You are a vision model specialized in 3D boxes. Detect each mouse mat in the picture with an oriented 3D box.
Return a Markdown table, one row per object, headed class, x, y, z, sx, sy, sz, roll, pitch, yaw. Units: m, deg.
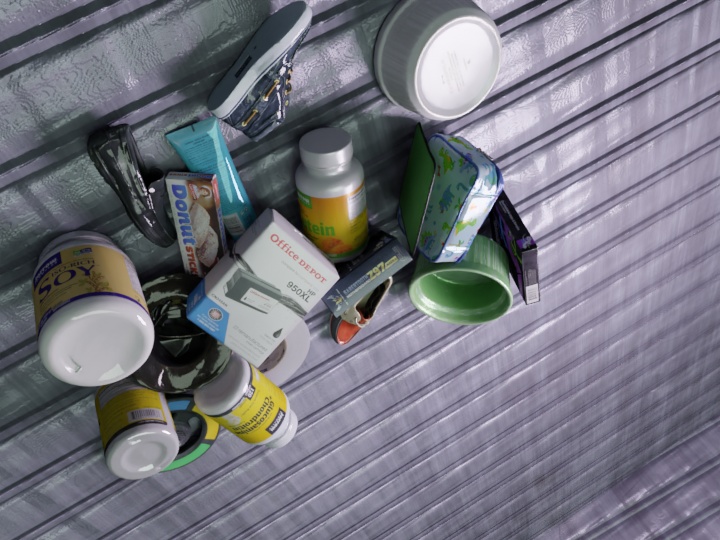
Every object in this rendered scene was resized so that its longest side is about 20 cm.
| class | x | y | z | sx | sy | sz | roll | pitch | yaw |
| --- | --- | --- | --- | --- | --- | --- | --- | --- | --- |
| mouse mat | 0.091 | -0.138 | 1.054 | 0.007 | 0.201 | 0.162 | 6 | 123 | -9 |

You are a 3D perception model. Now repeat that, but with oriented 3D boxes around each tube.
| class | x | y | z | sx | sy | sz | roll | pitch | yaw |
| --- | --- | --- | --- | --- | --- | --- | --- | --- | --- |
| tube | -0.214 | -0.134 | 0.972 | 0.077 | 0.050 | 0.201 | -26 | 130 | -5 |

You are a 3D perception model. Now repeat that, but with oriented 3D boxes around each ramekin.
| class | x | y | z | sx | sy | sz | roll | pitch | yaw |
| --- | --- | --- | --- | --- | --- | --- | --- | --- | --- |
| ramekin | 0.196 | 0.014 | 1.240 | 0.198 | 0.098 | 0.201 | 8 | 147 | 5 |
| ramekin | 0.130 | -0.329 | 0.994 | 0.201 | 0.094 | 0.203 | -17 | 131 | -20 |

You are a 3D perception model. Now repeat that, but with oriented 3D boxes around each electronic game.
| class | x | y | z | sx | sy | sz | roll | pitch | yaw |
| --- | --- | --- | --- | --- | --- | --- | --- | --- | --- |
| electronic game | -0.366 | 0.316 | 1.228 | 0.199 | 0.042 | 0.201 | -17 | 131 | -20 |

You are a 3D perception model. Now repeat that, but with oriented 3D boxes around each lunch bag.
| class | x | y | z | sx | sy | sz | roll | pitch | yaw |
| --- | --- | --- | --- | --- | --- | --- | --- | --- | --- |
| lunch bag | 0.150 | -0.129 | 1.118 | 0.082 | 0.161 | 0.201 | -1 | 126 | -36 |

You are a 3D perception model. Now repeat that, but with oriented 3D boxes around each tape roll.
| class | x | y | z | sx | sy | sz | roll | pitch | yaw |
| --- | --- | --- | --- | --- | --- | --- | --- | --- | --- |
| tape roll | -0.196 | 0.134 | 1.174 | 0.199 | 0.066 | 0.201 | -17 | 130 | -21 |

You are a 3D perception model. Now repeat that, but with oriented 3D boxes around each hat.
| class | x | y | z | sx | sy | sz | roll | pitch | yaw |
| --- | --- | --- | --- | --- | --- | --- | --- | --- | --- |
| hat | -0.309 | 0.098 | 1.060 | 0.199 | 0.081 | 0.202 | -5 | 101 | -25 |

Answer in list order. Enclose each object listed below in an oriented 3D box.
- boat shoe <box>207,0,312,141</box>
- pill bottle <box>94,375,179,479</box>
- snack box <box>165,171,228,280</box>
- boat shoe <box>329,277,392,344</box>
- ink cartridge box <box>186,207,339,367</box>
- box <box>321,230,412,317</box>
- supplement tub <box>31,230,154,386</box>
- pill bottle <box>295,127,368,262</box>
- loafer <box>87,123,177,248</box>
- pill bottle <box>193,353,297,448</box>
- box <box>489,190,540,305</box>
| class | x | y | z | sx | sy | sz | roll | pitch | yaw |
| --- | --- | --- | --- | --- | --- | --- | --- | --- | --- |
| boat shoe | -0.122 | -0.279 | 0.903 | 0.200 | 0.071 | 0.091 | -44 | 136 | 15 |
| pill bottle | -0.373 | 0.230 | 1.046 | 0.111 | 0.200 | 0.112 | -16 | 130 | -19 |
| snack box | -0.249 | -0.061 | 0.994 | 0.071 | 0.024 | 0.201 | 4 | 130 | 4 |
| boat shoe | 0.001 | 0.072 | 1.249 | 0.071 | 0.063 | 0.201 | 10 | 119 | -38 |
| ink cartridge box | -0.153 | 0.026 | 0.998 | 0.144 | 0.084 | 0.200 | 40 | 97 | -22 |
| box | 0.000 | 0.000 | 1.105 | 0.157 | 0.200 | 0.051 | -38 | 98 | 1 |
| supplement tub | -0.381 | 0.047 | 0.900 | 0.144 | 0.200 | 0.146 | -17 | 131 | -20 |
| pill bottle | -0.047 | -0.122 | 1.035 | 0.110 | 0.111 | 0.201 | -20 | 132 | -17 |
| loafer | -0.309 | -0.116 | 0.909 | 0.070 | 0.068 | 0.201 | -23 | 130 | -1 |
| pill bottle | -0.195 | 0.241 | 1.134 | 0.112 | 0.112 | 0.200 | -38 | 134 | 0 |
| box | 0.296 | -0.052 | 1.237 | 0.036 | 0.201 | 0.144 | -16 | 133 | 3 |
